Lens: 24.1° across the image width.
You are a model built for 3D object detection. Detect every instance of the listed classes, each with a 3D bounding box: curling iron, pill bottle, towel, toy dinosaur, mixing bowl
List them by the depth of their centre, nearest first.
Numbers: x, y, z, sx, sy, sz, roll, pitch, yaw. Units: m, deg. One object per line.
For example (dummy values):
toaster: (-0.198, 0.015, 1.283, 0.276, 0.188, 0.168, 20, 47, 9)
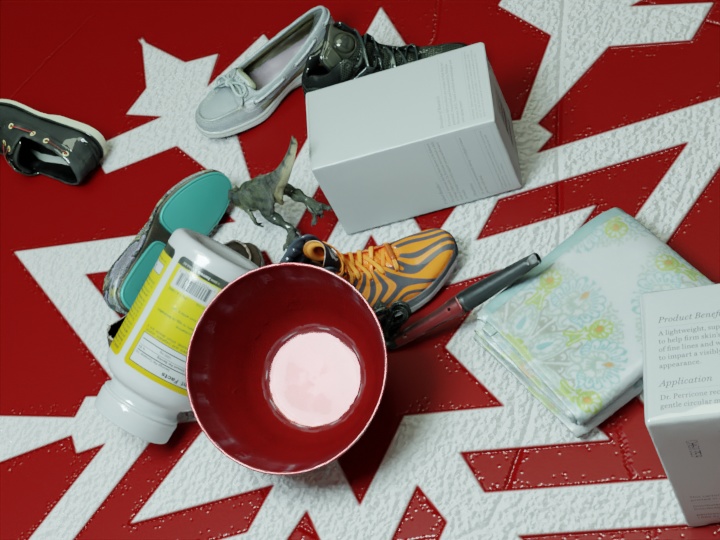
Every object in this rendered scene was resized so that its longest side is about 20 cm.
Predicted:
towel: (0.228, 0.047, 1.612, 0.200, 0.048, 0.171, -39, 52, -7)
mixing bowl: (-0.059, 0.098, 1.633, 0.199, 0.108, 0.201, -2, 81, 14)
curling iron: (0.090, 0.028, 1.654, 0.200, 0.050, 0.026, -24, 25, 28)
pill bottle: (-0.184, 0.068, 1.699, 0.112, 0.112, 0.200, 35, 98, 38)
toy dinosaur: (-0.085, -0.075, 1.791, 0.047, 0.088, 0.200, -48, 9, -27)

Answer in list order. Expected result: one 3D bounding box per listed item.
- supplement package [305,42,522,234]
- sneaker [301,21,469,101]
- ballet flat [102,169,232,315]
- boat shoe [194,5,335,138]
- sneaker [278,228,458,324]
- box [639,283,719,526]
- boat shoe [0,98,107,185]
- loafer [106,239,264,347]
supplement package: (0.055, -0.137, 1.775, 0.199, 0.117, 0.118, -14, 51, 12)
sneaker: (0.026, -0.225, 1.857, 0.199, 0.114, 0.076, -10, 54, 14)
ballet flat: (-0.219, -0.034, 1.852, 0.072, 0.072, 0.201, 19, 61, 33)
boat shoe: (-0.111, -0.229, 1.948, 0.202, 0.065, 0.074, -33, 49, -3)
sneaker: (0.000, 0.000, 1.699, 0.200, 0.112, 0.078, -30, 49, 0)
box: (0.350, 0.109, 1.411, 0.198, 0.200, 0.131, -7, 55, 19)
boat shoe: (-0.398, -0.153, 2.009, 0.201, 0.074, 0.063, 16, 55, 27)
loafer: (-0.185, 0.036, 1.779, 0.200, 0.071, 0.073, -42, 50, -11)
